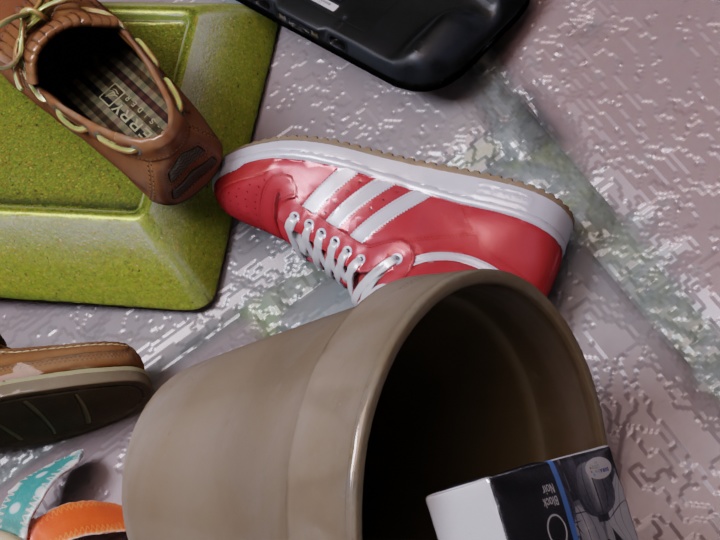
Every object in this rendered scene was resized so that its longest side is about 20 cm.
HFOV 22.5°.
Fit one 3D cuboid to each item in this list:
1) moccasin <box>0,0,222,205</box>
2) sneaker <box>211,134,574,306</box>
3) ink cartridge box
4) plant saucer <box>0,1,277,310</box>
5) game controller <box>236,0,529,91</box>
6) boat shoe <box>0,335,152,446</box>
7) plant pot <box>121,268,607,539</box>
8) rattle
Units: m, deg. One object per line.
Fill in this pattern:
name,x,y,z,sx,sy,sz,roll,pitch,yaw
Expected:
moccasin,-0.156,-0.114,0.981,0.074,0.078,0.201,-38,59,-6
sneaker,0.000,0.000,0.933,0.199,0.071,0.113,10,64,22
ink cartridge box,0.095,0.177,0.746,0.039,0.099,0.201,-22,81,36
plant saucer,-0.164,-0.082,1.040,0.199,0.048,0.200,3,64,16
game controller,-0.002,-0.171,1.041,0.200,0.042,0.104,32,75,31
boat shoe,-0.212,0.057,0.969,0.199,0.072,0.068,-11,62,2
plant pot,-0.009,0.101,0.828,0.173,0.200,0.200,-1,62,37
rattle,-0.226,0.147,0.898,0.200,0.143,0.130,-26,50,10
